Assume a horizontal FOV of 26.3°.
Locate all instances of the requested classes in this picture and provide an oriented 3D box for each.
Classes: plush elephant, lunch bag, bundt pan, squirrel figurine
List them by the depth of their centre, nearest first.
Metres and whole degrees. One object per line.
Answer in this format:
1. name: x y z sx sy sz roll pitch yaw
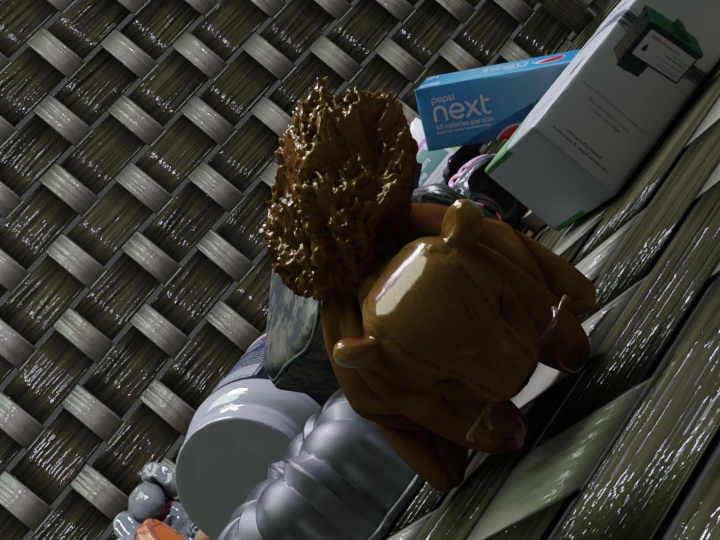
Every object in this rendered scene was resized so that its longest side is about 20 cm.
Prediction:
1. squirrel figurine: 0.018 0.007 0.764 0.142 0.200 0.187 -46 -7 4
2. bundt pan: -0.028 0.154 1.036 0.202 0.076 0.202 -51 1 2
3. lunch bag: 0.027 0.021 1.120 0.200 0.167 0.140 135 143 -71
4. plush elephant: -0.355 0.437 2.722 0.165 0.155 0.200 -51 1 -25

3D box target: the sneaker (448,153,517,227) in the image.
1. sneaker: 0.102 -0.018 1.414 0.201 0.079 0.095 -67 12 -12

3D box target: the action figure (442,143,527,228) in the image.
1. action figure: 0.116 -0.026 1.623 0.193 0.104 0.200 -44 -30 -29

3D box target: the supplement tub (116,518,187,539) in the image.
1. supplement tub: -0.271 0.391 1.764 0.200 0.122 0.123 -50 1 5

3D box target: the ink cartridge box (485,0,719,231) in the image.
1. ink cartridge box: 0.202 -0.141 1.197 0.200 0.084 0.146 -51 2 -14

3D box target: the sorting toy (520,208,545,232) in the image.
1. sorting toy: 0.213 -0.148 1.378 0.200 0.070 0.199 -51 1 -13

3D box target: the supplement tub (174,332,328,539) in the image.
1. supplement tub: -0.069 0.142 1.331 0.140 0.140 0.200 -50 2 24

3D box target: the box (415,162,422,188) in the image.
1. box: 0.000 0.000 1.526 0.200 0.078 0.142 104 -179 -53

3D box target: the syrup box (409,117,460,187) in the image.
1. syrup box: 0.087 -0.076 1.728 0.079 0.081 0.200 -51 -26 -14

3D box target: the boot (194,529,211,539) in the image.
1. boot: -0.118 0.253 1.856 0.144 0.071 0.201 -41 11 44

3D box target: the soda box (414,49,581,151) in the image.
1. soda box: 0.161 -0.173 1.545 0.199 0.068 0.064 -8 16 17
